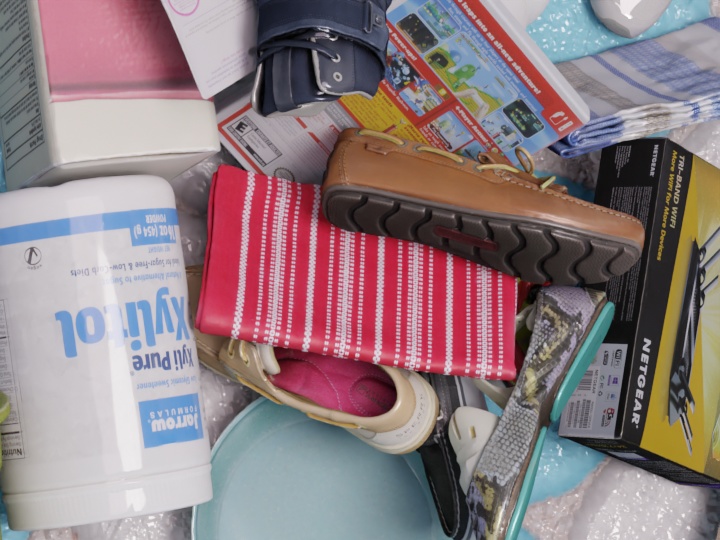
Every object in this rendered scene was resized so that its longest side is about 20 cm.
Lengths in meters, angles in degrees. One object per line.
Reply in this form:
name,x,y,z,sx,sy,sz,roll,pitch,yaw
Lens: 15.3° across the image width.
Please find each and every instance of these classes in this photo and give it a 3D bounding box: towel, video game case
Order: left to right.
towel,0.000,0.000,1.651,0.199,0.023,0.145,9,44,-4
video game case,0.023,-0.096,1.680,0.143,0.200,0.017,47,26,-26
towel,0.189,-0.125,1.771,0.199,0.147,0.024,-15,115,-19

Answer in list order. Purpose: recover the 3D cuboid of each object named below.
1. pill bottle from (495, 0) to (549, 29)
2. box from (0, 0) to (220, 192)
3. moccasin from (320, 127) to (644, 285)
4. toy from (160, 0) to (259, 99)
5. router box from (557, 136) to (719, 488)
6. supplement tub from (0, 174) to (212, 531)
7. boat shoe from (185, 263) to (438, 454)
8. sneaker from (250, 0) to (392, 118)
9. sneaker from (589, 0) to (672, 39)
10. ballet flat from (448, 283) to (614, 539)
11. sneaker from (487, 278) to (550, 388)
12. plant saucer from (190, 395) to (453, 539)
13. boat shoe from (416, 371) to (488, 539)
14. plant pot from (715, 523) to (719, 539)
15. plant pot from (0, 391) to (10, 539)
pill bottle,0.083,-0.225,1.729,0.114,0.114,0.201,32,54,-13
box,-0.165,-0.155,1.655,0.108,0.128,0.201,-6,85,-21
moccasin,0.077,-0.044,1.652,0.200,0.074,0.078,11,57,9
toy,-0.105,-0.212,1.587,0.115,0.047,0.201,-34,109,-39
router box,0.205,0.030,1.759,0.157,0.052,0.201,23,73,-50
supplement tub,-0.164,0.049,1.620,0.131,0.132,0.201,-9,89,-20
boat shoe,-0.044,0.045,1.658,0.199,0.069,0.074,25,82,19
sneaker,-0.052,-0.173,1.547,0.202,0.077,0.147,28,64,-39
sneaker,0.214,-0.253,1.829,0.070,0.080,0.201,29,75,-15
ballet flat,0.093,0.089,1.644,0.072,0.072,0.201,33,59,-12
sneaker,0.093,-0.001,1.746,0.077,0.085,0.200,-34,95,-22
plant saucer,-0.017,0.168,1.708,0.199,0.036,0.201,4,79,-20
boat shoe,0.043,0.079,1.695,0.056,0.069,0.201,-5,76,-18
plant pot,0.376,0.144,1.752,0.199,0.177,0.201,23,74,-30
plant pot,-0.279,0.184,1.548,0.200,0.200,0.185,-16,99,-21
